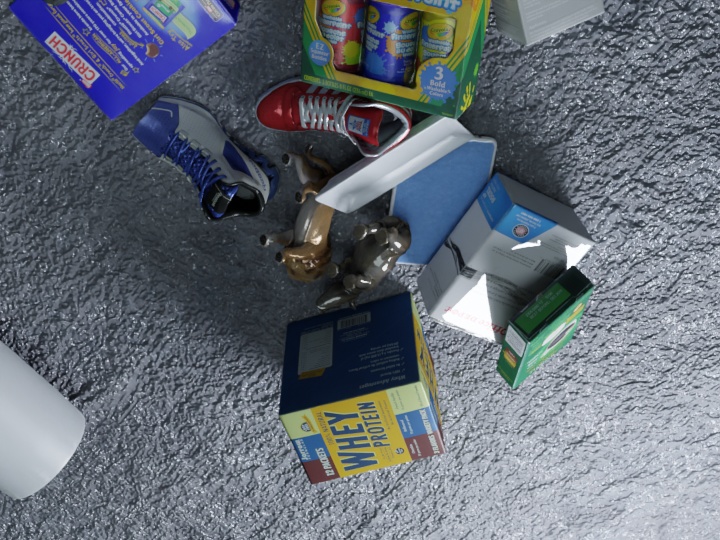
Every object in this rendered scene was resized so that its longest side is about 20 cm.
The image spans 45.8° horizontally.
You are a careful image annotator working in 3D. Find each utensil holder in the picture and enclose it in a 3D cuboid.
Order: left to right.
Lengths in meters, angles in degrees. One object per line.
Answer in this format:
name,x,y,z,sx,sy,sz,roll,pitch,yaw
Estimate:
utensil holder,-0.531,0.212,1.251,0.169,0.171,0.200,-30,122,17

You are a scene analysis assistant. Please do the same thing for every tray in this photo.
tray,0.040,-0.137,1.076,0.199,0.107,0.022,-30,74,18

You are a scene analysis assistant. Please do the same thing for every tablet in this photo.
tablet,0.105,-0.092,1.155,0.129,0.014,0.201,4,123,-4

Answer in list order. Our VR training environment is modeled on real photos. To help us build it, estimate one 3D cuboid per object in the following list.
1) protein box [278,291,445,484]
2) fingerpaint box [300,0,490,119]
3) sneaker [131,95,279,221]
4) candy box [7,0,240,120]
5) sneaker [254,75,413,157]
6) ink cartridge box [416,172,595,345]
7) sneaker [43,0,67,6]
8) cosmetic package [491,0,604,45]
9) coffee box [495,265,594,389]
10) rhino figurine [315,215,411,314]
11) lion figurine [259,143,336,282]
protein box,0.002,0.162,1.204,0.197,0.201,0.136,-15,122,9
fingerpaint box,0.037,-0.279,0.955,0.198,0.073,0.168,18,124,17
sneaker,-0.189,-0.130,1.064,0.199,0.116,0.081,32,116,-20
candy box,-0.266,-0.302,0.976,0.199,0.077,0.169,-31,119,17
sneaker,-0.033,-0.186,1.032,0.198,0.113,0.072,-5,123,2
ink cartridge box,0.191,-0.011,1.155,0.144,0.085,0.201,21,120,-26
sneaker,-0.355,-0.369,0.879,0.074,0.085,0.202,-24,86,20
cosmetic package,0.189,-0.363,0.928,0.106,0.090,0.201,-22,119,-6
coffee box,0.247,0.083,1.166,0.123,0.044,0.200,-39,158,-12
rhino figurine,0.000,0.000,1.167,0.060,0.087,0.200,52,126,19
lion figurine,-0.064,-0.071,1.127,0.122,0.072,0.201,-3,125,-50
